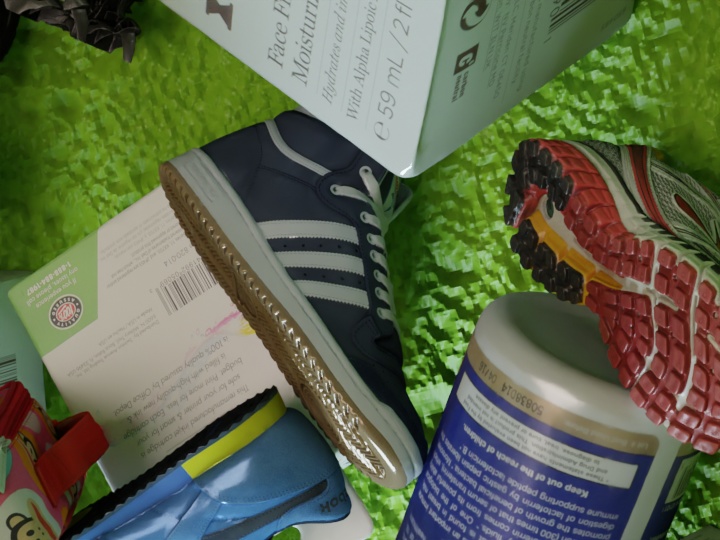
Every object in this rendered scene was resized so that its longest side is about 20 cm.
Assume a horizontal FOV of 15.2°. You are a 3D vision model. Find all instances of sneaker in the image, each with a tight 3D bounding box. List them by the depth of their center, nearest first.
[{"bbox_3d":[0.142,0.002,1.154,0.200,0.082,0.078,55,143,42],"label":"sneaker"},{"bbox_3d":[0.000,0.000,1.246,0.200,0.108,0.070,53,163,26],"label":"sneaker"},{"bbox_3d":[-0.092,0.134,1.265,0.200,0.066,0.079,-33,98,23],"label":"sneaker"}]

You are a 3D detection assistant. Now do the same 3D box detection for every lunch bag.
[{"bbox_3d":[-0.197,0.121,1.263,0.176,0.200,0.082,-33,96,1],"label":"lunch bag"}]

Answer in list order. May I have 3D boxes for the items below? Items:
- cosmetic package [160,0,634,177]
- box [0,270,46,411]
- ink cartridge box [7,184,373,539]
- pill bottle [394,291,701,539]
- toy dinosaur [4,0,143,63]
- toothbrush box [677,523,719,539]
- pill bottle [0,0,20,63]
[{"bbox_3d":[0.010,-0.184,1.163,0.200,0.165,0.165,36,141,23],"label":"cosmetic package"},{"bbox_3d":[-0.277,0.067,1.439,0.199,0.097,0.125,-1,97,24],"label":"box"},{"bbox_3d":[-0.072,0.066,1.328,0.117,0.067,0.201,-33,78,17],"label":"ink cartridge box"},{"bbox_3d":[0.077,0.121,1.224,0.115,0.115,0.201,30,111,26],"label":"pill bottle"},{"bbox_3d":[-0.131,-0.184,1.332,0.200,0.102,0.136,28,94,52],"label":"toy dinosaur"},{"bbox_3d":[0.128,0.230,1.189,0.085,0.146,0.201,27,110,27],"label":"toothbrush box"},{"bbox_3d":[-0.287,-0.144,1.424,0.199,0.112,0.113,-3,96,34],"label":"pill bottle"}]
